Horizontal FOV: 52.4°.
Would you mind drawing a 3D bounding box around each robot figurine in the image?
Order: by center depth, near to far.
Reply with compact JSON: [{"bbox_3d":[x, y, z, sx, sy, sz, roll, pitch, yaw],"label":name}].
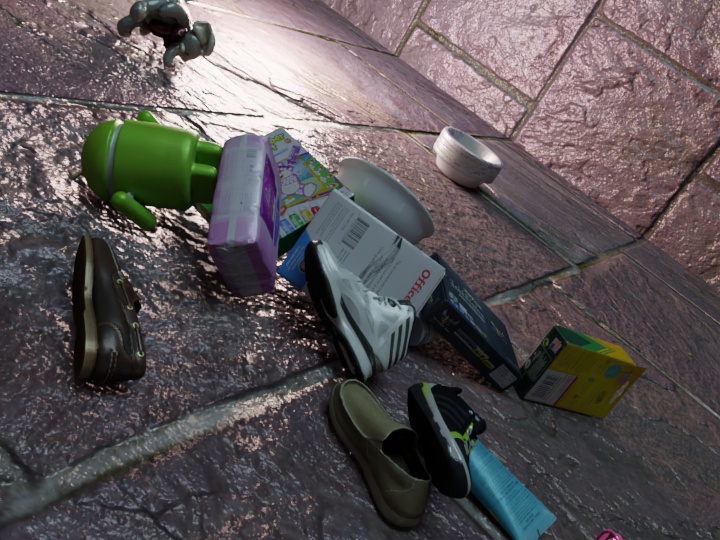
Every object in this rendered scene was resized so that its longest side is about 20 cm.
[{"bbox_3d":[-0.297,-0.148,1.029,0.198,0.116,0.177,7,58,-6],"label":"robot figurine"}]

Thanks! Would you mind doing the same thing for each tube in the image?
[{"bbox_3d":[0.155,0.256,0.923,0.077,0.051,0.200,-29,64,-37],"label":"tube"}]

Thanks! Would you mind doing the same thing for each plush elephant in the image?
[{"bbox_3d":[-0.413,-0.524,1.619,0.200,0.164,0.156,-38,109,-32],"label":"plush elephant"}]

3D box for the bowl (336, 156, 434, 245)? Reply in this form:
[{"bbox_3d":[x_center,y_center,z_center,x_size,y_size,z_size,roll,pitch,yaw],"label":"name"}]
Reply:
[{"bbox_3d":[0.020,-0.091,1.240,0.201,0.091,0.201,36,-12,9],"label":"bowl"}]

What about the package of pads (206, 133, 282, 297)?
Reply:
[{"bbox_3d":[-0.156,-0.077,1.012,0.075,0.121,0.201,-3,54,5],"label":"package of pads"}]

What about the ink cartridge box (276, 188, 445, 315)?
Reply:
[{"bbox_3d":[0.000,0.000,1.062,0.199,0.145,0.084,36,-1,-5],"label":"ink cartridge box"}]

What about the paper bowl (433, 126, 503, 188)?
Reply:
[{"bbox_3d":[0.296,-0.311,2.075,0.200,0.105,0.201,26,24,-13],"label":"paper bowl"}]

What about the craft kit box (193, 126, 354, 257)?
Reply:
[{"bbox_3d":[-0.145,-0.117,1.145,0.199,0.049,0.197,-34,58,-24],"label":"craft kit box"}]

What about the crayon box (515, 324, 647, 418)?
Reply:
[{"bbox_3d":[0.368,0.174,1.228,0.199,0.127,0.051,19,27,-29],"label":"crayon box"}]

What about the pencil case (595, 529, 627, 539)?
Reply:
[{"bbox_3d":[0.362,0.394,0.859,0.199,0.091,0.094,30,-11,0],"label":"pencil case"}]

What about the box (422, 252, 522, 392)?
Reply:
[{"bbox_3d":[0.175,0.083,1.193,0.200,0.051,0.158,45,19,-21],"label":"box"}]

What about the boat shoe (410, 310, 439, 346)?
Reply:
[{"bbox_3d":[0.066,0.036,1.194,0.086,0.075,0.202,1,41,-48],"label":"boat shoe"}]

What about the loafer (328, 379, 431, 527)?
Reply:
[{"bbox_3d":[0.029,0.198,0.853,0.076,0.068,0.200,11,33,-43],"label":"loafer"}]

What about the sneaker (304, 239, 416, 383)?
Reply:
[{"bbox_3d":[0.004,0.041,0.998,0.115,0.076,0.202,-21,86,-23],"label":"sneaker"}]

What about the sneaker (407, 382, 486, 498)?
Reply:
[{"bbox_3d":[0.110,0.182,0.849,0.082,0.072,0.200,-3,22,-8],"label":"sneaker"}]

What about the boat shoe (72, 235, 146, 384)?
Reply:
[{"bbox_3d":[-0.274,0.041,0.795,0.070,0.071,0.201,7,42,-30],"label":"boat shoe"}]
